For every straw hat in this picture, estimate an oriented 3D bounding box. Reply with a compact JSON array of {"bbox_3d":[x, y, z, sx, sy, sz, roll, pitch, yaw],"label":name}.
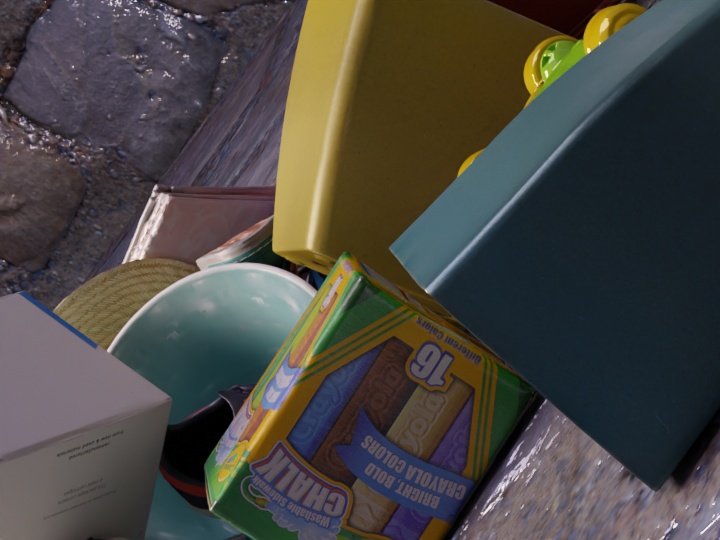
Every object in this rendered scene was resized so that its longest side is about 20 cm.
[{"bbox_3d":[-0.154,0.090,1.969,0.200,0.085,0.202,-28,-40,-26],"label":"straw hat"}]

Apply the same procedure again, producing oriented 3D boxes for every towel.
[{"bbox_3d":[-0.120,0.023,2.042,0.190,0.032,0.201,1,-58,-47],"label":"towel"}]

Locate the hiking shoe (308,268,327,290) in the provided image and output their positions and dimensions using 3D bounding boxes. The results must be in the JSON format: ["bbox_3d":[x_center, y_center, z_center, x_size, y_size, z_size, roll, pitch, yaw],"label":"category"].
[{"bbox_3d":[0.000,0.000,1.844,0.074,0.087,0.200,-19,14,-7],"label":"hiking shoe"}]

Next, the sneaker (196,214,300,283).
[{"bbox_3d":[-0.066,0.014,1.861,0.071,0.080,0.200,-30,-4,-5],"label":"sneaker"}]

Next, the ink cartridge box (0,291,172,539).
[{"bbox_3d":[-0.227,0.146,1.633,0.144,0.147,0.201,-19,-49,-46],"label":"ink cartridge box"}]

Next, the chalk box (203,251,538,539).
[{"bbox_3d":[-0.011,0.110,1.522,0.201,0.123,0.124,-56,9,2],"label":"chalk box"}]

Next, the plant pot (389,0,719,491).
[{"bbox_3d":[0.137,-0.030,1.237,0.200,0.141,0.141,-49,10,3],"label":"plant pot"}]

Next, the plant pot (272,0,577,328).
[{"bbox_3d":[0.045,-0.068,1.671,0.200,0.199,0.178,179,114,-78],"label":"plant pot"}]

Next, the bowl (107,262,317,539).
[{"bbox_3d":[-0.074,0.107,1.758,0.199,0.105,0.202,-13,60,23],"label":"bowl"}]

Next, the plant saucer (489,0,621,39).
[{"bbox_3d":[0.120,-0.199,1.806,0.199,0.037,0.200,0,-32,-47],"label":"plant saucer"}]

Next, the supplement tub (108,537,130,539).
[{"bbox_3d":[-0.143,0.276,1.579,0.201,0.144,0.145,-57,10,-4],"label":"supplement tub"}]

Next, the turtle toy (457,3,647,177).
[{"bbox_3d":[0.120,-0.049,1.456,0.201,0.101,0.146,-59,10,-11],"label":"turtle toy"}]

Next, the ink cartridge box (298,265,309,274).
[{"bbox_3d":[0.044,-0.072,1.981,0.199,0.044,0.198,-29,-4,-28],"label":"ink cartridge box"}]

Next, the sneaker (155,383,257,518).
[{"bbox_3d":[-0.036,0.094,1.624,0.199,0.084,0.075,-24,56,18],"label":"sneaker"}]
